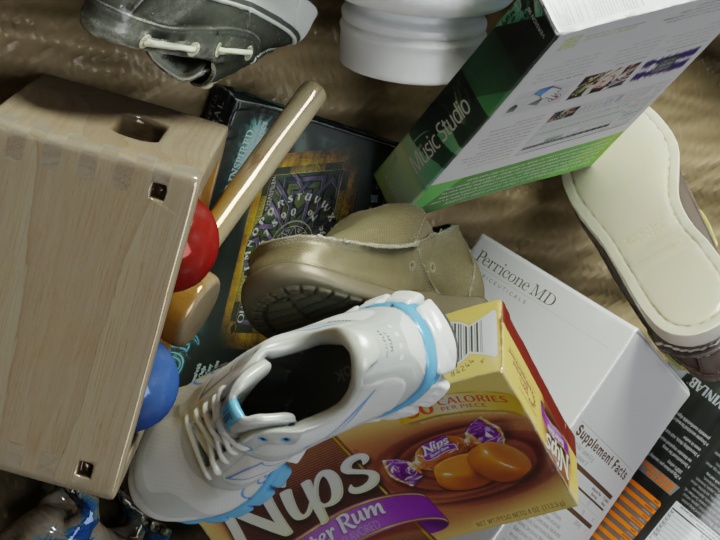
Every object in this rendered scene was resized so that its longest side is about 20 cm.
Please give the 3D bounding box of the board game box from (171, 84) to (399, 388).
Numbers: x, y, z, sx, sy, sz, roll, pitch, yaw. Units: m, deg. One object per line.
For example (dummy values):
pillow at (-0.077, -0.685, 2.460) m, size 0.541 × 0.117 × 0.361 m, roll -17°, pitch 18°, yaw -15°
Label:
board game box at (-0.058, 0.009, 1.236) m, size 0.135 × 0.028 × 0.201 m, roll 16°, pitch 100°, yaw -39°

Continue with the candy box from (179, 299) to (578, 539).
candy box at (0.003, 0.095, 1.192) m, size 0.199 × 0.057 × 0.117 m, roll -16°, pitch 131°, yaw 16°

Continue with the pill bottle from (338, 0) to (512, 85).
pill bottle at (0.035, -0.203, 1.160) m, size 0.109 × 0.109 × 0.201 m, roll -9°, pitch 114°, yaw -33°

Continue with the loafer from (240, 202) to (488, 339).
loafer at (0.000, 0.000, 1.177) m, size 0.200 × 0.076 × 0.068 m, roll 12°, pitch 63°, yaw -60°

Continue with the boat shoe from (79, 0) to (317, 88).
boat shoe at (-0.083, -0.126, 1.096) m, size 0.064 × 0.070 × 0.200 m, roll -67°, pitch 160°, yaw 5°

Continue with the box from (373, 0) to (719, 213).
box at (0.108, -0.100, 1.189) m, size 0.144 × 0.036 × 0.200 m, roll -17°, pitch 161°, yaw -32°

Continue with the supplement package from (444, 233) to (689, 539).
supplement package at (0.076, 0.105, 1.299) m, size 0.200 × 0.121 × 0.120 m, roll -55°, pitch 149°, yaw -5°

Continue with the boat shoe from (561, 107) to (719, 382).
boat shoe at (0.169, -0.022, 1.296) m, size 0.072 × 0.201 × 0.060 m, roll -24°, pitch 139°, yaw 2°

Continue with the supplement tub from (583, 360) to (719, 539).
supplement tub at (0.187, 0.154, 1.369) m, size 0.200 × 0.123 × 0.122 m, roll -51°, pitch 130°, yaw 1°

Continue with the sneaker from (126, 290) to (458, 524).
sneaker at (-0.053, 0.068, 1.092) m, size 0.200 × 0.075 × 0.087 m, roll -33°, pitch 165°, yaw 30°

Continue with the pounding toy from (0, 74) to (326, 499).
pounding toy at (-0.112, -0.010, 1.093) m, size 0.141 × 0.200 × 0.185 m, roll 16°, pitch 102°, yaw -1°

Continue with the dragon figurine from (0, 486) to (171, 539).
dragon figurine at (-0.153, 0.168, 1.215) m, size 0.200 × 0.059 × 0.100 m, roll 28°, pitch 92°, yaw -40°
